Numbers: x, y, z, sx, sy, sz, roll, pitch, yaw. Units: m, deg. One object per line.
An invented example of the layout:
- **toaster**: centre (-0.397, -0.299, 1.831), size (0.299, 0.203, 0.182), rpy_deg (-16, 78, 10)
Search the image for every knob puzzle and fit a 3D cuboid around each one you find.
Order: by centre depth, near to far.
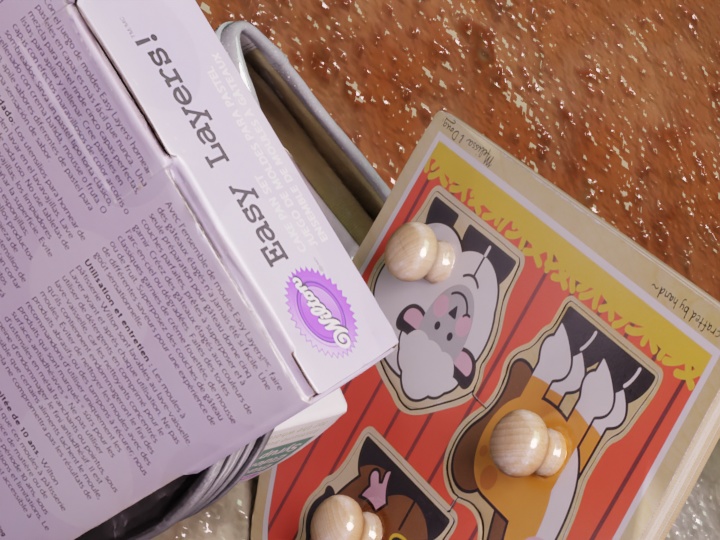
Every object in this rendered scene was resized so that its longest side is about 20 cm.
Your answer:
- **knob puzzle**: centre (0.017, 0.066, 0.736), size (0.030, 0.219, 0.220), rpy_deg (20, 52, -37)

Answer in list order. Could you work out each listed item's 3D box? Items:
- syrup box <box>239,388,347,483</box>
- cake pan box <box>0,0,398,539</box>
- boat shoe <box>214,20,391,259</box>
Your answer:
- **syrup box**: centre (-0.091, -0.022, 0.759), size (0.079, 0.081, 0.200), rpy_deg (-12, 73, -48)
- **cake pan box**: centre (-0.106, -0.012, 0.656), size (0.052, 0.184, 0.200), rpy_deg (-29, 86, -51)
- **boat shoe**: centre (0.000, -0.001, 0.850), size (0.202, 0.065, 0.074), rpy_deg (49, 40, -10)
